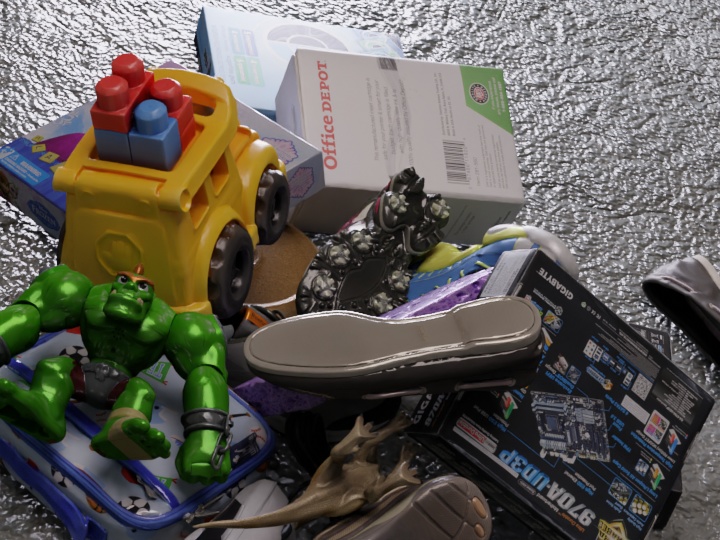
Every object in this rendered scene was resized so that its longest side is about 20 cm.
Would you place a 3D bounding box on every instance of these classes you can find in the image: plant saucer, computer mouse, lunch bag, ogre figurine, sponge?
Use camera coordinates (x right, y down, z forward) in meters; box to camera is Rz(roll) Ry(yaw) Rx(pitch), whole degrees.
[{"bbox_3d":[-0.104,-0.001,1.582,0.199,0.036,0.200,12,36,-8],"label":"plant saucer"},{"bbox_3d":[-0.063,0.185,1.312,0.044,0.110,0.200,2,31,36],"label":"computer mouse"},{"bbox_3d":[-0.166,0.120,1.365,0.200,0.076,0.160,36,42,25],"label":"lunch bag"},{"bbox_3d":[-0.172,0.062,1.308,0.199,0.098,0.120,7,54,17],"label":"ogre figurine"},{"bbox_3d":[0.013,0.053,1.413,0.200,0.111,0.030,-26,92,-30],"label":"sponge"}]

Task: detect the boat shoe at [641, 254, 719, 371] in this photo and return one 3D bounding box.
[{"bbox_3d":[0.310,0.061,1.661,0.057,0.067,0.200,-17,41,-17],"label":"boat shoe"}]

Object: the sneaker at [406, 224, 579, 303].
[{"bbox_3d":[0.085,0.026,1.540,0.076,0.200,0.105,51,59,-18],"label":"sneaker"}]

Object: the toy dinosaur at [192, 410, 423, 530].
[{"bbox_3d":[-0.014,0.144,1.277,0.058,0.101,0.200,55,29,11],"label":"toy dinosaur"}]

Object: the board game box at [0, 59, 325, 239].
[{"bbox_3d":[-0.168,-0.081,1.594,0.199,0.041,0.200,-33,48,-31],"label":"board game box"}]

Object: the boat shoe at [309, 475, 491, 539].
[{"bbox_3d":[-0.006,0.202,1.274,0.200,0.075,0.073,-28,7,-15],"label":"boat shoe"}]

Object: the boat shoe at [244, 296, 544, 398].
[{"bbox_3d":[0.024,0.063,1.295,0.199,0.057,0.067,-6,37,-2],"label":"boat shoe"}]

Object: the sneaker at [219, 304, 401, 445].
[{"bbox_3d":[-0.062,0.071,1.466,0.199,0.079,0.074,18,35,-8],"label":"sneaker"}]

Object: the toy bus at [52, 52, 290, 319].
[{"bbox_3d":[-0.141,-0.080,1.410,0.135,0.192,0.200,9,39,17],"label":"toy bus"}]

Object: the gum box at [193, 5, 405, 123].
[{"bbox_3d":[-0.049,-0.175,1.828,0.199,0.045,0.170,7,37,-16],"label":"gum box"}]

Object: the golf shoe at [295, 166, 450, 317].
[{"bbox_3d":[0.000,0.000,1.551,0.077,0.088,0.200,50,43,-6],"label":"golf shoe"}]

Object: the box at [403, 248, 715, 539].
[{"bbox_3d":[0.148,0.104,1.398,0.200,0.046,0.159,38,70,-23],"label":"box"}]

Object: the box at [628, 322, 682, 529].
[{"bbox_3d":[0.171,0.106,1.551,0.160,0.044,0.200,14,36,-5],"label":"box"}]

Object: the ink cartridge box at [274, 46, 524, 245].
[{"bbox_3d":[0.031,-0.107,1.706,0.199,0.084,0.147,4,59,-17],"label":"ink cartridge box"}]
